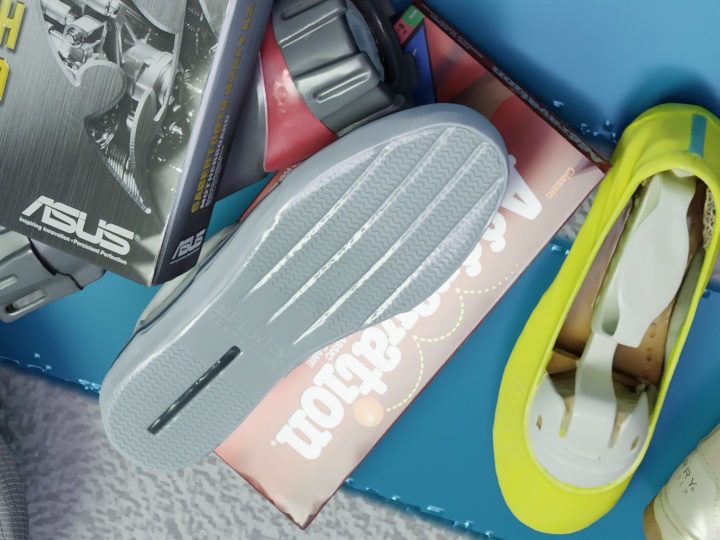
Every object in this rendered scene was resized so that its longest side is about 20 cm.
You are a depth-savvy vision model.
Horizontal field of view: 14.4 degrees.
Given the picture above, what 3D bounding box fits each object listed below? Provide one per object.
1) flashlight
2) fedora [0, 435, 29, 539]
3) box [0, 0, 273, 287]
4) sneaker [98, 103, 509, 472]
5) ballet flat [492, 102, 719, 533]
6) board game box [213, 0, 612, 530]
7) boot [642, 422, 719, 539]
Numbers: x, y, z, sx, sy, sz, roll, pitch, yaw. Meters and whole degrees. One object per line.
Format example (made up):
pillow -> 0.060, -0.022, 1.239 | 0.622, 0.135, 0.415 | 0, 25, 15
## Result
flashlight -> -0.077, -0.052, 1.115 | 0.199, 0.068, 0.068 | -23, 149, 20
fedora -> -0.229, 0.083, 1.168 | 0.199, 0.090, 0.177 | 26, 113, -14
box -> -0.134, -0.104, 1.069 | 0.199, 0.048, 0.159 | 23, 109, 15
sneaker -> -0.027, -0.006, 1.101 | 0.200, 0.071, 0.073 | -37, 116, 20
ballet flat -> 0.100, 0.029, 1.140 | 0.066, 0.067, 0.201 | 17, 112, -5
board game box -> 0.000, 0.000, 1.147 | 0.103, 0.019, 0.200 | 40, 109, 2
boot -> 0.236, 0.096, 1.157 | 0.199, 0.073, 0.156 | 30, 115, -3
